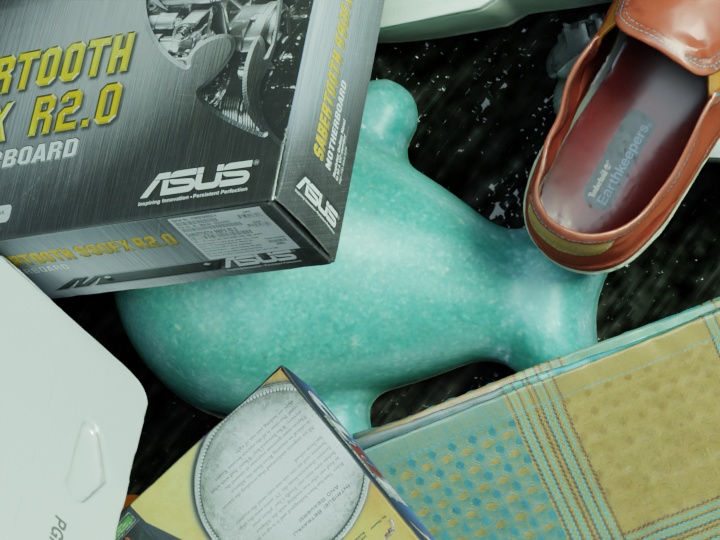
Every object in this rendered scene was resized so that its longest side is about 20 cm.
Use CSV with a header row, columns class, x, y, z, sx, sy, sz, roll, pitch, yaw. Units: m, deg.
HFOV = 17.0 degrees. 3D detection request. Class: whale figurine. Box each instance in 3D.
class,x,y,z,sx,sy,sz,roll,pitch,yaw
whale figurine,0.000,0.000,0.943,0.199,0.104,0.160,9,83,6

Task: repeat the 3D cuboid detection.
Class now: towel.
class,x,y,z,sx,sy,sz,roll,pitch,yaw
towel,0.110,0.096,0.937,0.200,0.022,0.147,-21,102,2

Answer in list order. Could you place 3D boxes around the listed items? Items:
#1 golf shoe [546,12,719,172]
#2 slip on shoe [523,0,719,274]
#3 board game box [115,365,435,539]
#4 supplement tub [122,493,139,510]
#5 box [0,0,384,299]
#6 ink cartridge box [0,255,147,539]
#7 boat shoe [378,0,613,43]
class,x,y,z,sx,sy,sz,roll,pitch,yaw
golf shoe,0.177,-0.077,0.954,0.199,0.078,0.095,-15,91,11
slip on shoe,0.121,-0.089,0.894,0.074,0.061,0.200,30,95,10
board game box,-0.057,0.150,0.836,0.200,0.035,0.136,-42,63,3
supplement tub,-0.062,0.147,0.917,0.200,0.107,0.107,15,84,24
box,-0.091,-0.070,0.915,0.200,0.048,0.159,-6,59,30
ink cartridge box,-0.184,0.104,0.873,0.200,0.147,0.083,-34,114,23
boat shoe,0.089,-0.140,0.968,0.199,0.073,0.062,-11,85,10
